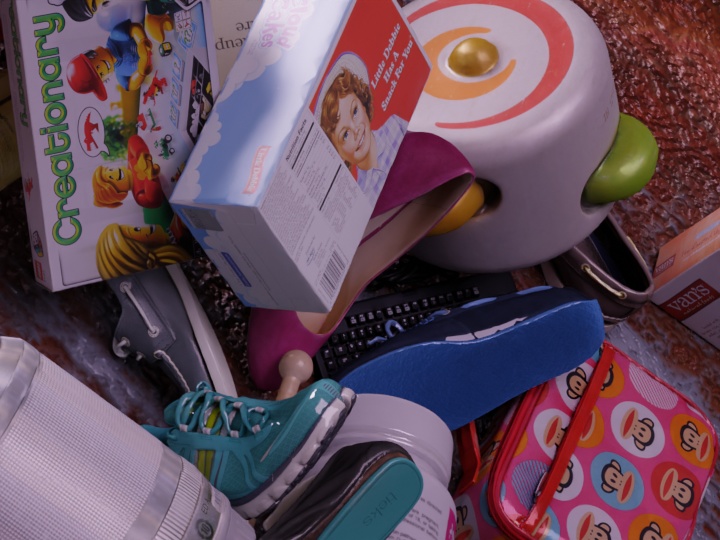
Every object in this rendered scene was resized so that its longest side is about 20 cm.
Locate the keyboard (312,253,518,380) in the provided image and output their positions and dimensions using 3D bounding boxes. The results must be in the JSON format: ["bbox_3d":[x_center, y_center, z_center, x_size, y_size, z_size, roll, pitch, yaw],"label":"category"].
[{"bbox_3d":[0.044,0.031,1.856,0.200,0.040,0.104,-13,74,-42],"label":"keyboard"}]

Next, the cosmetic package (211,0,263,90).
[{"bbox_3d":[-0.080,-0.149,1.817,0.103,0.073,0.200,-11,66,-6],"label":"cosmetic package"}]

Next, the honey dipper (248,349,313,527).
[{"bbox_3d":[-0.063,0.136,1.694,0.038,0.038,0.200,31,57,-19],"label":"honey dipper"}]

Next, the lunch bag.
[{"bbox_3d":[0.145,0.140,1.846,0.176,0.082,0.200,36,48,-9],"label":"lunch bag"}]

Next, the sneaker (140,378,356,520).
[{"bbox_3d":[-0.080,0.105,1.603,0.080,0.200,0.078,50,48,-12],"label":"sneaker"}]

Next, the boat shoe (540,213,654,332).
[{"bbox_3d":[0.142,-0.049,1.963,0.072,0.060,0.200,-29,84,-43],"label":"boat shoe"}]

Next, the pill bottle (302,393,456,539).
[{"bbox_3d":[0.000,0.185,1.678,0.113,0.113,0.200,27,51,-23],"label":"pill bottle"}]

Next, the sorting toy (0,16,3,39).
[{"bbox_3d":[-0.238,-0.206,1.678,0.199,0.200,0.070,15,74,-31],"label":"sorting toy"}]

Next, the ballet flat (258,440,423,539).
[{"bbox_3d":[-0.044,0.177,1.590,0.200,0.068,0.068,-43,124,-23],"label":"ballet flat"}]

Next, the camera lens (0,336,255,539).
[{"bbox_3d":[-0.181,0.147,1.529,0.200,0.160,0.160,37,48,-14],"label":"camera lens"}]

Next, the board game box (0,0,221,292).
[{"bbox_3d":[-0.148,-0.097,1.638,0.126,0.035,0.200,-14,109,-25],"label":"board game box"}]

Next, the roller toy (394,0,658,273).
[{"bbox_3d":[0.084,-0.103,1.848,0.200,0.140,0.182,-25,46,-9],"label":"roller toy"}]

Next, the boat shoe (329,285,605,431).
[{"bbox_3d":[0.066,0.064,1.812,0.200,0.069,0.084,-13,113,-18],"label":"boat shoe"}]

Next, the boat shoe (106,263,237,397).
[{"bbox_3d":[-0.133,0.029,1.720,0.062,0.073,0.200,-24,87,0],"label":"boat shoe"}]

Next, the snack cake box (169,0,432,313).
[{"bbox_3d":[-0.034,-0.087,1.676,0.115,0.067,0.200,56,48,-46],"label":"snack cake box"}]

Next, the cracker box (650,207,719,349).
[{"bbox_3d":[0.334,0.027,2.015,0.200,0.134,0.058,35,49,-16],"label":"cracker box"}]

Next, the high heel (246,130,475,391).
[{"bbox_3d":[0.000,0.000,1.740,0.067,0.096,0.200,32,88,-46],"label":"high heel"}]

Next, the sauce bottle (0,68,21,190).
[{"bbox_3d":[-0.214,-0.098,1.715,0.066,0.066,0.200,53,46,0],"label":"sauce bottle"}]
